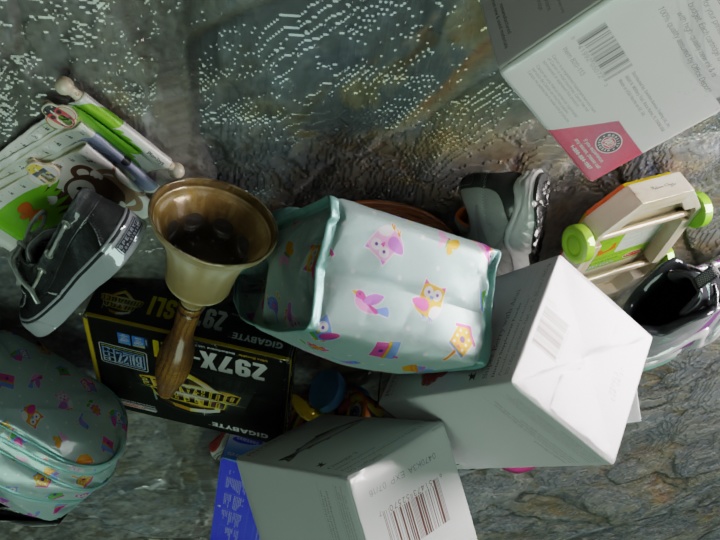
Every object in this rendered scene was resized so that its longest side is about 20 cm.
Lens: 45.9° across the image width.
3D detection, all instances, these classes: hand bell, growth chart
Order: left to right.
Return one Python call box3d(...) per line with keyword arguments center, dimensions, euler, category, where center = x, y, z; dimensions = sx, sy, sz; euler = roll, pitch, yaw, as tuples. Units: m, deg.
box3d(center=(-0.237, -0.063, 0.689), dimensions=(0.198, 0.018, 0.144), euler=(-31, 137, 28), category="growth chart")
box3d(center=(-0.143, 0.036, 0.712), dimensions=(0.102, 0.105, 0.202), euler=(8, 128, -19), category="hand bell")

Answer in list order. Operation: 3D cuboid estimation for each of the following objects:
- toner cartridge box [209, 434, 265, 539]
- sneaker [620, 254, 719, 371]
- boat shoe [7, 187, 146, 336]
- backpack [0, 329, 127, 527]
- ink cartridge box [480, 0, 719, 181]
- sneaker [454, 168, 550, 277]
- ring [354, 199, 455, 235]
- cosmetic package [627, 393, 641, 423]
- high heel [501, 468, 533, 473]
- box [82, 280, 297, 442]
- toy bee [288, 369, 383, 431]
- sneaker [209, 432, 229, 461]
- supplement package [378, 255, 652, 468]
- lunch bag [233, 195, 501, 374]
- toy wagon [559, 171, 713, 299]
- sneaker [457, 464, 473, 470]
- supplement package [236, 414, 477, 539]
box3d(center=(-0.121, 0.268, 0.992), dimensions=(0.093, 0.044, 0.202), euler=(15, 134, -1), category="toner cartridge box")
box3d(center=(0.324, 0.019, 0.788), dimensions=(0.197, 0.079, 0.140), euler=(-31, 155, -1), category="sneaker")
box3d(center=(-0.244, -0.007, 0.681), dimensions=(0.068, 0.075, 0.198), euler=(37, 145, -21), category="boat shoe")
box3d(center=(-0.322, 0.147, 0.797), dimensions=(0.199, 0.169, 0.126), euler=(38, 122, -24), category="backpack")
box3d(center=(0.203, -0.170, 0.570), dimensions=(0.198, 0.084, 0.146), euler=(-29, 137, 27), category="ink cartridge box")
box3d(center=(0.124, -0.024, 0.766), dimensions=(0.078, 0.075, 0.202), euler=(12, 148, 15), category="sneaker")
box3d(center=(0.000, 0.000, 0.805), dimensions=(0.195, 0.020, 0.203), euler=(-5, 141, -4), category="ring")
box3d(center=(0.186, 0.118, 0.902), dimensions=(0.195, 0.104, 0.071), euler=(-8, -178, 3), category="cosmetic package")
box3d(center=(0.230, 0.169, 0.962), dimensions=(0.197, 0.068, 0.096), euler=(-11, 161, -44), category="high heel")
box3d(center=(-0.162, 0.094, 0.834), dimensions=(0.195, 0.050, 0.161), euler=(13, 138, 1), category="box")
box3d(center=(-0.021, 0.162, 0.933), dimensions=(0.129, 0.110, 0.200), euler=(17, 136, -25), category="toy bee")
box3d(center=(-0.095, 0.240, 1.038), dimensions=(0.198, 0.084, 0.078), euler=(25, 134, -32), category="sneaker")
box3d(center=(0.128, 0.089, 0.742), dimensions=(0.119, 0.123, 0.199), euler=(36, 152, -17), category="supplement package")
box3d(center=(-0.005, 0.020, 0.713), dimensions=(0.167, 0.125, 0.199), euler=(15, 168, -25), category="lunch bag")
box3d(center=(0.230, -0.006, 0.786), dimensions=(0.152, 0.040, 0.202), euler=(-15, 148, -25), category="toy wagon")
box3d(center=(0.082, 0.203, 1.025), dimensions=(0.113, 0.077, 0.201), euler=(15, 139, -28), category="sneaker")
box3d(center=(-0.009, 0.211, 0.781), dimensions=(0.115, 0.120, 0.198), euler=(-21, -174, -36), category="supplement package")
